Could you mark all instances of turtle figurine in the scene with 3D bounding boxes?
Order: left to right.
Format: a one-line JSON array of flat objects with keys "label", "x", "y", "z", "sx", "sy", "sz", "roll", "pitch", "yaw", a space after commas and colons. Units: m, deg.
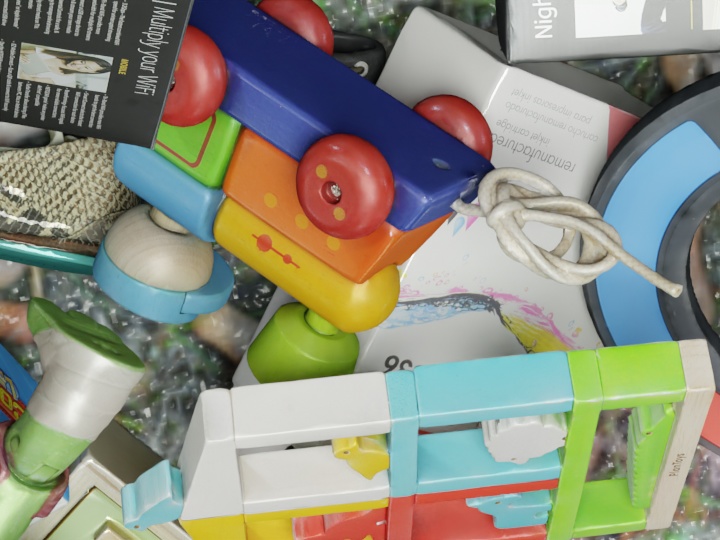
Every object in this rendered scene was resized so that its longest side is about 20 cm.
[{"label": "turtle figurine", "x": -0.165, "y": 0.089, "z": 0.825, "sx": 0.143, "sy": 0.200, "sz": 0.195, "roll": 26, "pitch": 98, "yaw": -1}]

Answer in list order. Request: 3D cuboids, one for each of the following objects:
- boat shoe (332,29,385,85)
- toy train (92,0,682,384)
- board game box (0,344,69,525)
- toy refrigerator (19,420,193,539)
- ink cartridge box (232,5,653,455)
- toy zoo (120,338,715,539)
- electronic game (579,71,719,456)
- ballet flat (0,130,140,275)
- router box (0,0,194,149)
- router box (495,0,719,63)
[{"label": "boat shoe", "x": -0.082, "y": -0.089, "z": 0.879, "sx": 0.199, "sy": 0.070, "sz": 0.067, "roll": 19, "pitch": 104, "yaw": -15}, {"label": "toy train", "x": 0.000, "y": 0.000, "z": 0.816, "sx": 0.200, "sy": 0.085, "sz": 0.116, "roll": 35, "pitch": 120, "yaw": 19}, {"label": "board game box", "x": -0.239, "y": 0.055, "z": 0.862, "sx": 0.199, "sy": 0.056, "sz": 0.196, "roll": -30, "pitch": 130, "yaw": 10}, {"label": "toy refrigerator", "x": -0.056, "y": 0.149, "z": 0.955, "sx": 0.200, "sy": 0.070, "sz": 0.076, "roll": 41, "pitch": 98, "yaw": -16}, {"label": "ink cartridge box", "x": 0.034, "y": 0.017, "z": 0.907, "sx": 0.116, "sy": 0.067, "sz": 0.201, "roll": 16, "pitch": 106, "yaw": -39}, {"label": "toy zoo", "x": 0.016, "y": 0.069, "z": 0.845, "sx": 0.199, "sy": 0.131, "sz": 0.021, "roll": -6, "pitch": 63, "yaw": -3}, {"label": "electronic game", "x": 0.174, "y": 0.007, "z": 0.850, "sx": 0.199, "sy": 0.042, "sz": 0.201, "roll": 11, "pitch": 134, "yaw": 12}, {"label": "ballet flat", "x": -0.179, "y": -0.040, "z": 0.892, "sx": 0.199, "sy": 0.068, "sz": 0.076, "roll": 3, "pitch": 85, "yaw": -14}, {"label": "router box", "x": -0.120, "y": -0.108, "z": 0.675, "sx": 0.156, "sy": 0.200, "sz": 0.052, "roll": 11, "pitch": 68, "yaw": -8}, {"label": "router box", "x": 0.115, "y": -0.172, "z": 0.792, "sx": 0.148, "sy": 0.051, "sz": 0.201, "roll": -3, "pitch": 101, "yaw": 0}]
